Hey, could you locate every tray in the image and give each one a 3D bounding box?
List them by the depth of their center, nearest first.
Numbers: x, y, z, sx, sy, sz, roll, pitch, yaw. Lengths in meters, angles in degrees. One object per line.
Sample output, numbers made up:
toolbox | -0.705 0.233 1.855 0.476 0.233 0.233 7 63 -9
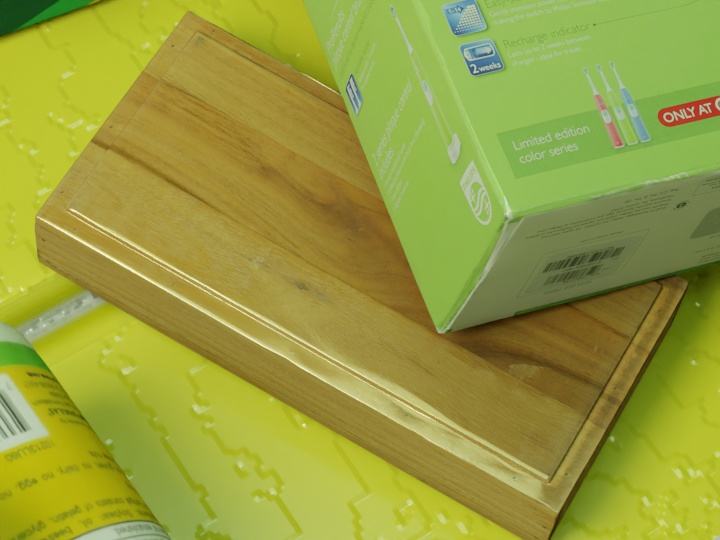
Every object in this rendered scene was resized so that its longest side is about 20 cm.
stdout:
tray | 0.000 0.000 0.808 0.199 0.037 0.099 29 64 9

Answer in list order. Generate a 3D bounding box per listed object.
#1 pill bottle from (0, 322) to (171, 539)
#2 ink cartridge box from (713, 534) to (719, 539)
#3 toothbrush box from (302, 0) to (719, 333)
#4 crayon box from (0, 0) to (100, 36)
pill bottle | -0.091 0.122 0.692 0.111 0.111 0.200 -31 69 -19
ink cartridge box | 0.200 0.141 0.714 0.175 0.084 0.200 -29 67 -40
toothbrush box | 0.064 -0.098 0.793 0.145 0.086 0.201 -14 69 -21
crayon box | -0.148 -0.185 0.877 0.172 0.058 0.201 -22 67 -16
